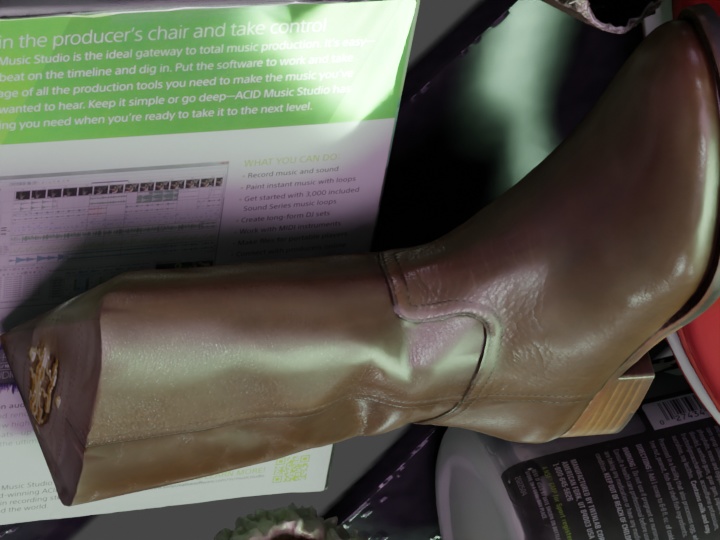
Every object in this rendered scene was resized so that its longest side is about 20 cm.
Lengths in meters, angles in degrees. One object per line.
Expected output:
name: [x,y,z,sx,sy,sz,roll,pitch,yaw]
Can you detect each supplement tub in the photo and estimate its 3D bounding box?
supplement tub: [0.136,0.085,0.895,0.200,0.123,0.123,-12,132,-14]

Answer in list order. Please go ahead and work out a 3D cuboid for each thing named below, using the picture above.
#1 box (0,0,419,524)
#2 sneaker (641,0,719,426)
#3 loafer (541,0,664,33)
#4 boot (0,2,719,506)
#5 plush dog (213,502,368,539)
box: [-0.067,-0.007,0.791,0.144,0.036,0.200,-4,131,-20]
sneaker: [0.132,-0.020,0.766,0.078,0.116,0.200,-19,109,-9]
loafer: [0.089,-0.150,0.708,0.075,0.070,0.200,-3,130,-21]
boot: [0.000,0.000,0.753,0.200,0.064,0.187,-3,138,-17]
plush dog: [-0.025,0.200,0.917,0.172,0.200,0.160,24,155,-31]
